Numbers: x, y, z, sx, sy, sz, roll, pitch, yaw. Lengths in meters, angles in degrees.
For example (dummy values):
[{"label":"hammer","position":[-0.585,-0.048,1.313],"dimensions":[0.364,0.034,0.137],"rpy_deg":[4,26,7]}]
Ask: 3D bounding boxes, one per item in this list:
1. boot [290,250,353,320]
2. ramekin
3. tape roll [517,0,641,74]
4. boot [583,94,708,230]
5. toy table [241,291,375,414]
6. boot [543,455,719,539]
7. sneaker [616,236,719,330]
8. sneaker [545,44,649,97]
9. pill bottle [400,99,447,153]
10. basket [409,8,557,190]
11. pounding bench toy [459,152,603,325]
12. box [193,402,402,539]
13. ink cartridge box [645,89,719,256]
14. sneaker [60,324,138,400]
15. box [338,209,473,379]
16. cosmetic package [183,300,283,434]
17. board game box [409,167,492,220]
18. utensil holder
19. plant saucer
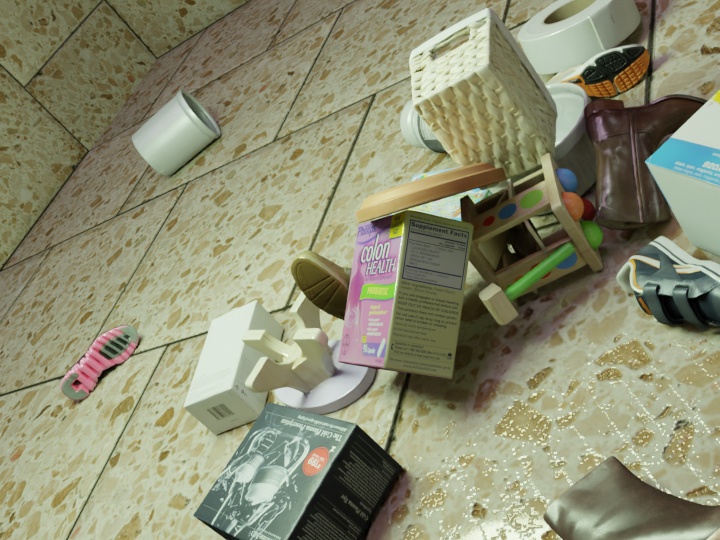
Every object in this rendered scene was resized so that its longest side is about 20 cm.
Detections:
[{"label":"boot","position":[0.000,0.000,1.255],"dimensions":[0.073,0.200,0.156],"rpy_deg":[-41,21,47]},{"label":"ramekin","position":[0.270,-0.174,1.256],"dimensions":[0.200,0.105,0.200],"rpy_deg":[-29,31,20]},{"label":"tape roll","position":[0.378,-0.425,1.458],"dimensions":[0.202,0.071,0.202],"rpy_deg":[-27,23,12]},{"label":"boot","position":[0.392,-0.136,1.102],"dimensions":[0.186,0.064,0.200],"rpy_deg":[-2,58,4]},{"label":"toy table","position":[-0.085,0.130,1.261],"dimensions":[0.200,0.117,0.184],"rpy_deg":[-16,38,39]},{"label":"boot","position":[0.274,0.218,0.765],"dimensions":[0.200,0.072,0.166],"rpy_deg":[-42,31,6]},{"label":"sneaker","position":[0.354,0.028,0.919],"dimensions":[0.079,0.078,0.200],"rpy_deg":[-35,19,2]},{"label":"sneaker","position":[0.367,-0.317,1.366],"dimensions":[0.200,0.076,0.092],"rpy_deg":[-24,29,26]},{"label":"pill bottle","position":[0.167,-0.265,1.487],"dimensions":[0.113,0.113,0.200],"rpy_deg":[-51,31,-17]},{"label":"basket","position":[0.171,-0.224,1.141],"dimensions":[0.135,0.200,0.123],"rpy_deg":[-24,40,29]},{"label":"pounding bench toy","position":[0.231,-0.031,1.091],"dimensions":[0.156,0.124,0.200],"rpy_deg":[-27,33,24]},{"label":"box","position":[-0.082,0.282,1.069],"dimensions":[0.200,0.104,0.182],"rpy_deg":[1,51,50]},{"label":"ink cartridge box","position":[0.457,-0.121,0.923],"dimensions":[0.200,0.147,0.145],"rpy_deg":[-44,30,-3]},{"label":"sneaker","position":[-0.561,0.185,1.802],"dimensions":[0.200,0.079,0.095],"rpy_deg":[-42,18,-3]},{"label":"box","position":[0.055,0.034,1.111],"dimensions":[0.176,0.097,0.200],"rpy_deg":[172,108,-70]},{"label":"cosmetic package","position":[-0.208,0.158,1.399],"dimensions":[0.108,0.085,0.200],"rpy_deg":[-23,34,28]},{"label":"board game box","position":[0.141,-0.113,1.397],"dimensions":[0.200,0.034,0.135],"rpy_deg":[-3,47,48]},{"label":"utensil holder","position":[-0.533,-0.394,2.431],"dimensions":[0.200,0.170,0.170],"rpy_deg":[-39,30,10]},{"label":"plant saucer","position":[0.088,-0.103,1.088],"dimensions":[0.200,0.032,0.200],"rpy_deg":[-16,3,1]}]
